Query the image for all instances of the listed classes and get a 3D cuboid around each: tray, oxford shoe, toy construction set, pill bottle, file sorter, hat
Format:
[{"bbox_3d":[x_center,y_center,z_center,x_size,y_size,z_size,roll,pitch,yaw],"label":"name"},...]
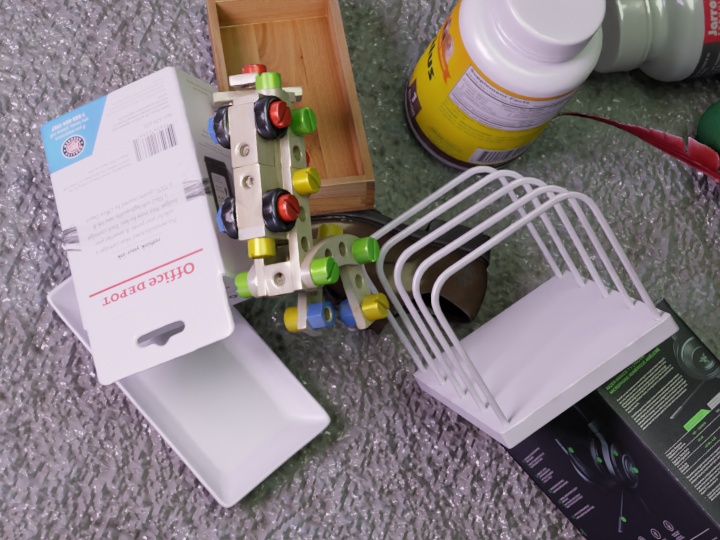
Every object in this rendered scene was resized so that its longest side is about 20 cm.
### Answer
[{"bbox_3d":[-0.124,0.067,1.583,0.107,0.022,0.200,-39,84,-25],"label":"tray"},{"bbox_3d":[0.000,0.000,1.621,0.200,0.073,0.084,9,71,-12],"label":"oxford shoe"},{"bbox_3d":[-0.049,-0.057,1.494,0.131,0.092,0.200,8,60,-59],"label":"toy construction set"},{"bbox_3d":[0.110,-0.158,1.645,0.109,0.200,0.109,6,67,-15],"label":"pill bottle"},{"bbox_3d":[-0.053,-0.125,1.630,0.099,0.037,0.200,-6,53,-6],"label":"tray"},{"bbox_3d":[0.276,-0.210,1.768,0.200,0.111,0.111,-10,72,-20],"label":"pill bottle"},{"bbox_3d":[0.097,0.013,1.519,0.139,0.200,0.125,-34,105,-8],"label":"file sorter"},{"bbox_3d":[0.281,-0.091,1.767,0.200,0.176,0.166,67,28,-25],"label":"hat"}]

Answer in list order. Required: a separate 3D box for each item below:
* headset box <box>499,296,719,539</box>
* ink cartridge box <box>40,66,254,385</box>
[{"bbox_3d":[0.211,0.135,1.575,0.093,0.174,0.200,-39,83,-26],"label":"headset box"},{"bbox_3d":[-0.140,-0.025,1.535,0.116,0.067,0.200,-21,71,21],"label":"ink cartridge box"}]
